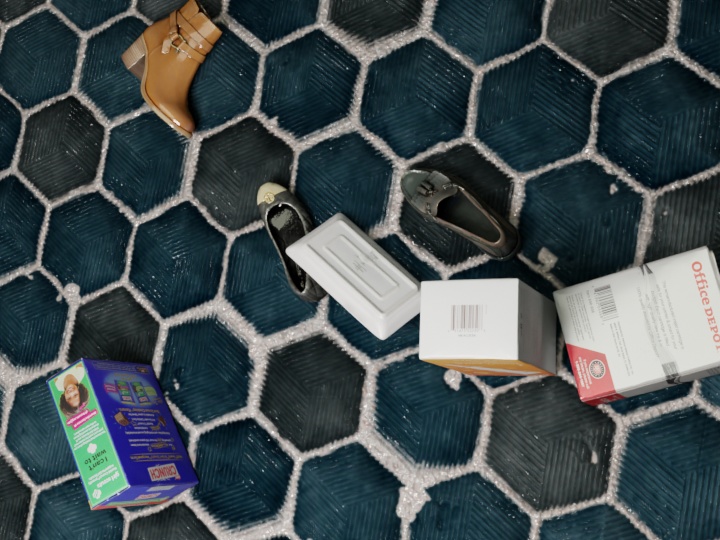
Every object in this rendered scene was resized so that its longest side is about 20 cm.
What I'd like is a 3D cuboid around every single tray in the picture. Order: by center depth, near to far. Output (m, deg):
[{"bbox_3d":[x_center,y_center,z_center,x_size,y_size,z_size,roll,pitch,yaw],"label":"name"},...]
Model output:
[{"bbox_3d":[0.000,0.000,1.548,0.107,0.022,0.200,-35,63,-27],"label":"tray"}]

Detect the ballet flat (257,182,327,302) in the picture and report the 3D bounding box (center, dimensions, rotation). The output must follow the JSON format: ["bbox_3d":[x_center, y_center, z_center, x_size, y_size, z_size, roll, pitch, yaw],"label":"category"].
[{"bbox_3d":[-0.098,-0.046,1.611,0.066,0.057,0.200,-32,69,13],"label":"ballet flat"}]

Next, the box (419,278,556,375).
[{"bbox_3d":[0.164,0.075,1.399,0.124,0.200,0.098,-2,79,23],"label":"box"}]

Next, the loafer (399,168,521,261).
[{"bbox_3d":[0.131,-0.087,1.519,0.200,0.063,0.072,35,94,24],"label":"loafer"}]

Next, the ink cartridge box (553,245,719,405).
[{"bbox_3d":[0.358,0.071,1.382,0.200,0.084,0.145,-18,73,20],"label":"ink cartridge box"}]

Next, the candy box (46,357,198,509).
[{"bbox_3d":[-0.338,0.233,1.597,0.077,0.169,0.200,-34,69,17],"label":"candy box"}]

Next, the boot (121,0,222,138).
[{"bbox_3d":[-0.269,-0.316,1.736,0.155,0.077,0.200,-37,61,8],"label":"boot"}]
